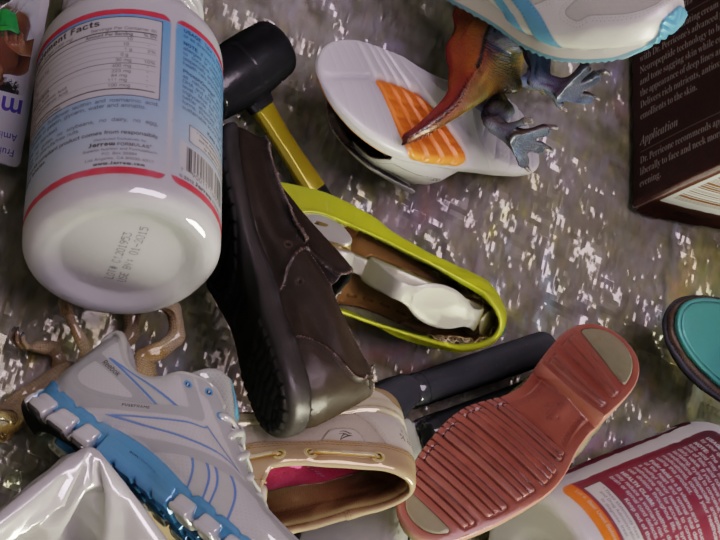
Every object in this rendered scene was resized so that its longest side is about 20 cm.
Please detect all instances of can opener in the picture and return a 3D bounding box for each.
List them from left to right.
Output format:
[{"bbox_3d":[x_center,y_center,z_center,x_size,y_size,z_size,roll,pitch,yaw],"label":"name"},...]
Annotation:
[{"bbox_3d":[0.052,0.081,1.492,0.199,0.067,0.054,-17,86,-33],"label":"can opener"}]

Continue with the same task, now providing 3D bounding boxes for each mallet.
[{"bbox_3d":[-0.026,-0.061,1.507,0.066,0.041,0.200,-46,105,-28],"label":"mallet"}]

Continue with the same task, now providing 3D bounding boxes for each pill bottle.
[{"bbox_3d":[-0.130,-0.084,1.383,0.108,0.109,0.201,20,47,-25],"label":"pill bottle"},{"bbox_3d":[0.188,0.160,1.524,0.199,0.114,0.115,-17,86,-33],"label":"pill bottle"}]

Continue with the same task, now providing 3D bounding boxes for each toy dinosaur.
[{"bbox_3d":[-0.133,0.066,1.405,0.199,0.058,0.102,7,89,-27],"label":"toy dinosaur"},{"bbox_3d":[0.086,-0.158,1.541,0.199,0.105,0.182,6,38,-39],"label":"toy dinosaur"}]

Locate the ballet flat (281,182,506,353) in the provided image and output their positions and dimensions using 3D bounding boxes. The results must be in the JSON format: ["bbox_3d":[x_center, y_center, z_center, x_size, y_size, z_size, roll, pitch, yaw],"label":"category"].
[{"bbox_3d":[0.000,0.000,1.464,0.199,0.067,0.067,22,96,-16],"label":"ballet flat"}]

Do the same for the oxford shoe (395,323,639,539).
[{"bbox_3d":[0.089,0.111,1.455,0.200,0.074,0.071,-33,72,-36],"label":"oxford shoe"}]

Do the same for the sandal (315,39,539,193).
[{"bbox_3d":[0.034,-0.082,1.534,0.206,0.059,0.080,14,51,-49],"label":"sandal"}]

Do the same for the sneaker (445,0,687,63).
[{"bbox_3d":[0.108,-0.187,1.479,0.076,0.199,0.081,-38,138,-31],"label":"sneaker"}]

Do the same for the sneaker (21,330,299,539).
[{"bbox_3d":[-0.082,0.100,1.313,0.200,0.075,0.087,36,71,16],"label":"sneaker"}]

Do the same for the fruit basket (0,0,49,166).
[{"bbox_3d":[-0.251,-0.175,1.368,0.184,0.094,0.201,15,75,-30],"label":"fruit basket"}]

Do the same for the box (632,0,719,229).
[{"bbox_3d":[0.290,-0.138,1.636,0.163,0.166,0.201,11,72,-27],"label":"box"}]

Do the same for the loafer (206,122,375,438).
[{"bbox_3d":[-0.043,0.005,1.396,0.071,0.073,0.201,-3,59,-23],"label":"loafer"}]

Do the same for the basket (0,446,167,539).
[{"bbox_3d":[-0.153,0.215,1.299,0.135,0.123,0.201,-39,99,-33],"label":"basket"}]

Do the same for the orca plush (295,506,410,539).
[{"bbox_3d":[-0.009,0.214,1.417,0.071,0.105,0.201,56,36,-48],"label":"orca plush"}]

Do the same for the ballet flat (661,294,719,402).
[{"bbox_3d":[0.266,0.070,1.623,0.199,0.073,0.074,18,68,-25],"label":"ballet flat"}]

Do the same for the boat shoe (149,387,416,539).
[{"bbox_3d":[-0.064,0.122,1.371,0.199,0.074,0.069,-17,45,-8],"label":"boat shoe"}]
